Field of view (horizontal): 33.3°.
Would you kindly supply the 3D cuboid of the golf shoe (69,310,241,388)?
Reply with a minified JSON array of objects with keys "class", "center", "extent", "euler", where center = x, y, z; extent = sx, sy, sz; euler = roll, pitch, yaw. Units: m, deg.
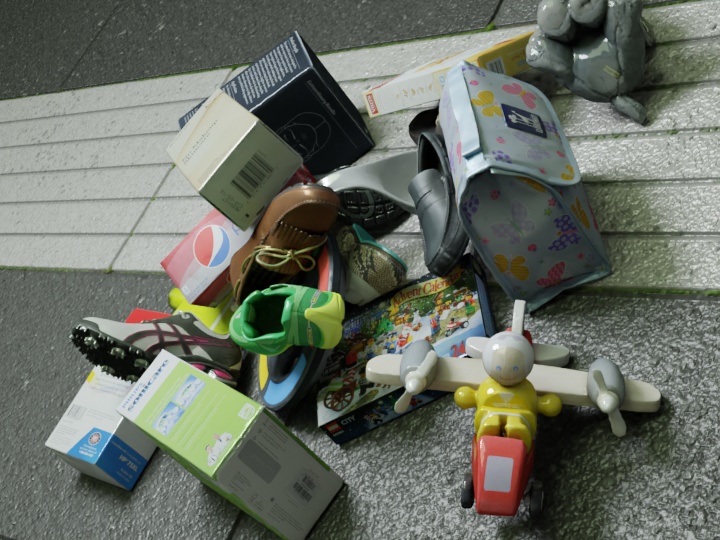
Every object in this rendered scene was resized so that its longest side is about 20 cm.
[{"class":"golf shoe","center":[-0.230,0.086,1.366],"extent":[0.077,0.198,0.089],"euler":[-45,29,54]}]

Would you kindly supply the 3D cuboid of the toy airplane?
[{"class":"toy airplane","center":[0.133,0.098,1.055],"extent":[0.199,0.142,0.199],"euler":[-28,50,-20]}]

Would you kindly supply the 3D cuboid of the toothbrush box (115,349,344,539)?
[{"class":"toothbrush box","center":[-0.134,0.178,1.218],"extent":[0.199,0.146,0.086],"euler":[18,66,50]}]

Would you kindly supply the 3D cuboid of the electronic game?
[{"class":"electronic game","center":[-0.068,0.054,1.302],"extent":[0.200,0.041,0.202],"euler":[-53,28,44]}]

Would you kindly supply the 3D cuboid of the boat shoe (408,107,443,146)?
[{"class":"boat shoe","center":[0.127,-0.172,1.389],"extent":[0.199,0.073,0.075],"euler":[10,60,47]}]

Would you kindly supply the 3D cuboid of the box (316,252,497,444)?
[{"class":"box","center":[0.045,0.080,1.243],"extent":[0.199,0.038,0.137],"euler":[-28,39,19]}]

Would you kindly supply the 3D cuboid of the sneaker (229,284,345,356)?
[{"class":"sneaker","center":[-0.088,0.043,1.212],"extent":[0.199,0.083,0.075],"euler":[-13,65,59]}]

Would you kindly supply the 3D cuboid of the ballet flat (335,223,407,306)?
[{"class":"ballet flat","center":[0.000,0.000,1.316],"extent":[0.075,0.068,0.200],"euler":[-50,16,1]}]

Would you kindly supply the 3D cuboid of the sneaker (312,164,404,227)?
[{"class":"sneaker","center":[-0.028,-0.092,1.449],"extent":[0.198,0.077,0.091],"euler":[-1,11,20]}]

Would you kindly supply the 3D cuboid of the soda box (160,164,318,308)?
[{"class":"soda box","center":[-0.136,-0.048,1.401],"extent":[0.200,0.063,0.070],"euler":[-45,70,12]}]

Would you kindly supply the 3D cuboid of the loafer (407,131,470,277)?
[{"class":"loafer","center":[0.081,-0.073,1.273],"extent":[0.068,0.070,0.202],"euler":[-50,21,38]}]

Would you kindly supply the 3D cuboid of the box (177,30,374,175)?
[{"class":"box","center":[-0.110,-0.177,1.546],"extent":[0.199,0.149,0.107],"euler":[-34,38,9]}]

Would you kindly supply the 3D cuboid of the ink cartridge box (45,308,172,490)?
[{"class":"ink cartridge box","center":[-0.273,0.149,1.436],"extent":[0.115,0.067,0.201],"euler":[7,59,45]}]

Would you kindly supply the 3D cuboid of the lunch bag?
[{"class":"lunch bag","center":[0.153,-0.091,1.180],"extent":[0.126,0.200,0.171],"euler":[-28,38,18]}]

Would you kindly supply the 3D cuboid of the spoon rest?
[{"class":"spoon rest","center":[0.032,-0.091,1.351],"extent":[0.198,0.061,0.100],"euler":[-12,52,-10]}]

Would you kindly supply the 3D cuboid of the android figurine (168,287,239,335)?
[{"class":"android figurine","center":[-0.157,0.027,1.479],"extent":[0.199,0.041,0.183],"euler":[16,65,50]}]

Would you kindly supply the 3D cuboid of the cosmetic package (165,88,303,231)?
[{"class":"cosmetic package","center":[-0.144,-0.127,1.335],"extent":[0.104,0.073,0.200],"euler":[-50,27,0]}]

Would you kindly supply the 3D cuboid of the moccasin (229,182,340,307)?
[{"class":"moccasin","center":[-0.083,-0.023,1.267],"extent":[0.201,0.073,0.079],"euler":[-39,44,42]}]

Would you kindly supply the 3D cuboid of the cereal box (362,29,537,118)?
[{"class":"cereal box","center":[0.116,-0.233,1.413],"extent":[0.143,0.040,0.199],"euler":[-30,15,-39]}]

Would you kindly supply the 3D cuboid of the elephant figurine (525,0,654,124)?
[{"class":"elephant figurine","center":[0.261,-0.274,1.336],"extent":[0.140,0.157,0.200],"euler":[11,25,8]}]
